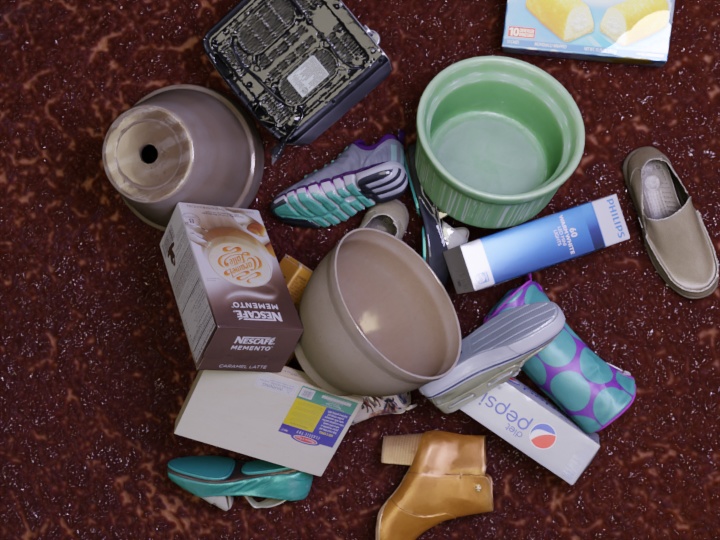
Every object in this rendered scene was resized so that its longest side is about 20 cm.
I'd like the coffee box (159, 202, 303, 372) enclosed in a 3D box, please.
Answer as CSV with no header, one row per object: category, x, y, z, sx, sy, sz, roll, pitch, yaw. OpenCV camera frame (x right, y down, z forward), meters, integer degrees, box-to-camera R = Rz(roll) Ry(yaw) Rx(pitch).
coffee box,-0.156,0.019,1.387,0.080,0.114,0.200,-59,41,37

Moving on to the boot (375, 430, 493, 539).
boot,0.096,0.305,1.480,0.144,0.071,0.202,2,88,12

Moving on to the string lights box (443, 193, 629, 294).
string lights box,0.210,-0.030,1.403,0.200,0.103,0.059,-19,89,-9

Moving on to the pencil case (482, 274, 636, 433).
pencil case,0.246,0.103,1.439,0.092,0.085,0.200,-43,84,-11

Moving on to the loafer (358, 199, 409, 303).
loafer,0.000,0.000,1.482,0.076,0.068,0.200,21,96,8

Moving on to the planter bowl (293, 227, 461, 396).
planter bowl,0.003,0.068,1.386,0.135,0.200,0.200,-37,86,35

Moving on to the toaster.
toaster,-0.081,-0.263,1.457,0.200,0.119,0.181,-41,85,8

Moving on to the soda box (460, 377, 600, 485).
soda box,0.200,0.181,1.459,0.200,0.068,0.064,34,99,6

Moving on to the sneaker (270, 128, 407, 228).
sneaker,-0.024,-0.116,1.485,0.200,0.074,0.088,-14,52,29

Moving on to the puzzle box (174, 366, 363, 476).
puzzle box,-0.112,0.174,1.425,0.200,0.025,0.133,20,119,-16

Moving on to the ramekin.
ramekin,0.159,-0.148,1.397,0.200,0.098,0.200,3,63,-5

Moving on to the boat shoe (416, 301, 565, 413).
boat shoe,0.161,0.104,1.395,0.200,0.072,0.062,-29,118,21

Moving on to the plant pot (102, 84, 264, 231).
plant pot,-0.239,-0.142,1.463,0.200,0.174,0.201,0,92,10

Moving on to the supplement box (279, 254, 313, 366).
supplement box,-0.115,0.083,1.470,0.069,0.067,0.200,31,90,-27

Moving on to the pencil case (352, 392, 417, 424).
pencil case,-0.033,0.171,1.492,0.200,0.078,0.090,-20,96,10

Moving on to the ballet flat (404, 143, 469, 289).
ballet flat,0.100,-0.064,1.465,0.073,0.073,0.200,-9,89,10

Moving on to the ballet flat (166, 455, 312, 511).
ballet flat,-0.159,0.282,1.527,0.200,0.067,0.071,-3,106,12

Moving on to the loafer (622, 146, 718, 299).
loafer,0.376,-0.056,1.418,0.076,0.067,0.200,-27,88,10

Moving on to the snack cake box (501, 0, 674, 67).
snack cake box,0.278,-0.317,1.422,0.200,0.067,0.115,7,95,9
